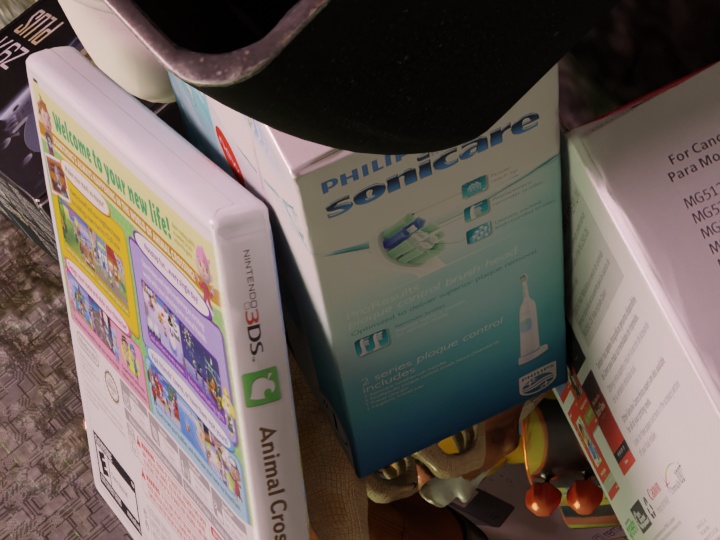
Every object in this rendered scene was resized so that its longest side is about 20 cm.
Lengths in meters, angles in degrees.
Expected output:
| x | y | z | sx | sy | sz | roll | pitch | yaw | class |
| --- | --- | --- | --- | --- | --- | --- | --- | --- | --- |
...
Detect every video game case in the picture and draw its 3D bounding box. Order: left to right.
| x | y | z | sx | sy | sz | roll | pitch | yaw | class |
| --- | --- | --- | --- | --- | --- | --- | --- | --- | --- |
| -0.065 | 0.033 | 0.779 | 0.200 | 0.022 | 0.182 | -141 | 40 | -59 | video game case |

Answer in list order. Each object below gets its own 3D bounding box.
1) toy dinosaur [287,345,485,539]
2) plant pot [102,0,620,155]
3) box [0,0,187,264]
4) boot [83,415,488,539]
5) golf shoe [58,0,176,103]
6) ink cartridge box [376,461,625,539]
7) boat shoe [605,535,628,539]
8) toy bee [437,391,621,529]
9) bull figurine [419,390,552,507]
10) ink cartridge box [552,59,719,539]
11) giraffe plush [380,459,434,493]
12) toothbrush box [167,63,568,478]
| x | y | z | sx | sy | sz | roll | pitch | yaw | class |
| --- | --- | --- | --- | --- | --- | --- | --- | --- | --- |
| -0.010 | 0.063 | 0.823 | 0.101 | 0.058 | 0.200 | 5 | -133 | -37 | toy dinosaur |
| 0.005 | -0.140 | 0.486 | 0.200 | 0.200 | 0.177 | 46 | -179 | 21 | plant pot |
| -0.122 | -0.085 | 1.204 | 0.200 | 0.164 | 0.086 | 35 | 162 | 55 | box |
| -0.061 | 0.102 | 0.997 | 0.188 | 0.069 | 0.200 | 13 | 169 | 32 | boot |
| -0.105 | -0.123 | 0.801 | 0.078 | 0.097 | 0.200 | 10 | 139 | 24 | golf shoe |
| 0.052 | 0.142 | 1.146 | 0.200 | 0.084 | 0.145 | 24 | -158 | 26 | ink cartridge box |
| 0.117 | 0.152 | 0.981 | 0.071 | 0.200 | 0.065 | 49 | -147 | 2 | boat shoe |
| 0.086 | 0.069 | 0.978 | 0.131 | 0.109 | 0.200 | -18 | 139 | 32 | toy bee |
| 0.000 | 0.000 | 0.909 | 0.200 | 0.121 | 0.065 | 32 | -160 | 13 | bull figurine |
| 0.110 | 0.006 | 0.744 | 0.176 | 0.084 | 0.200 | 63 | 172 | 13 | ink cartridge box |
| -0.004 | 0.027 | 1.064 | 0.162 | 0.200 | 0.173 | 47 | -150 | -24 | giraffe plush |
| -0.003 | -0.047 | 0.728 | 0.200 | 0.085 | 0.146 | 82 | 162 | -61 | toothbrush box |
